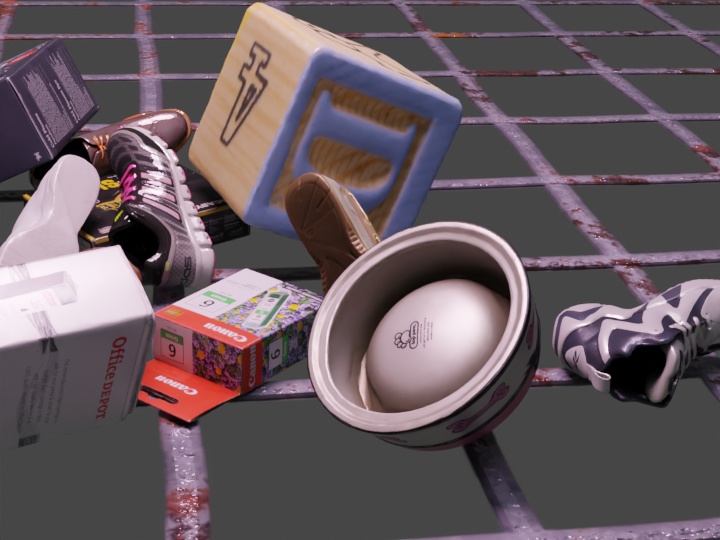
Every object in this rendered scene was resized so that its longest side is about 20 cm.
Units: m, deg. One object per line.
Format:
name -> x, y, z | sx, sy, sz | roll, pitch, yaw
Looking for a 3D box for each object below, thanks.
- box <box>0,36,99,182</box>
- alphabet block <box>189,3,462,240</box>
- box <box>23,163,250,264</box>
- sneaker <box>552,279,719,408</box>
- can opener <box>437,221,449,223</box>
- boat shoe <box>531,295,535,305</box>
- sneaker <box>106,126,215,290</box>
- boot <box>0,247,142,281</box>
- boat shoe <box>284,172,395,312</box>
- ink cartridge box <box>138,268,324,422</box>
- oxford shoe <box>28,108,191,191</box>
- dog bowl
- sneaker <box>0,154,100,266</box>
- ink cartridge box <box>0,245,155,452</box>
box -> -0.432, -0.166, 1.519 | 0.200, 0.104, 0.182 | -22, 21, 14
alphabet block -> -0.042, -0.147, 1.410 | 0.195, 0.197, 0.200 | 19, 14, -30
box -> -0.248, -0.061, 1.464 | 0.200, 0.049, 0.160 | -17, 29, -36
sneaker -> 0.283, 0.072, 1.178 | 0.199, 0.080, 0.130 | -3, 26, -10
can opener -> 0.069, 0.045, 1.173 | 0.067, 0.053, 0.200 | -9, 49, 1
boat shoe -> 0.072, 0.033, 1.261 | 0.199, 0.065, 0.073 | 6, 26, 10
sneaker -> -0.223, -0.064, 1.343 | 0.087, 0.074, 0.200 | -11, 65, -41
boot -> -0.290, 0.037, 1.164 | 0.199, 0.074, 0.155 | -10, -11, -7
boat shoe -> 0.000, 0.000, 1.222 | 0.074, 0.200, 0.066 | -27, -12, 28
ink cartridge box -> -0.126, 0.063, 1.193 | 0.109, 0.050, 0.200 | 18, 28, 30
oxford shoe -> -0.290, -0.136, 1.535 | 0.200, 0.071, 0.073 | -26, -1, -7
dog bowl -> 0.059, 0.060, 1.087 | 0.200, 0.074, 0.200 | -18, 49, 22
sneaker -> -0.329, -0.023, 1.333 | 0.088, 0.075, 0.200 | -27, 33, 42
ink cartridge box -> -0.275, 0.070, 1.031 | 0.200, 0.146, 0.085 | -11, 54, -29
